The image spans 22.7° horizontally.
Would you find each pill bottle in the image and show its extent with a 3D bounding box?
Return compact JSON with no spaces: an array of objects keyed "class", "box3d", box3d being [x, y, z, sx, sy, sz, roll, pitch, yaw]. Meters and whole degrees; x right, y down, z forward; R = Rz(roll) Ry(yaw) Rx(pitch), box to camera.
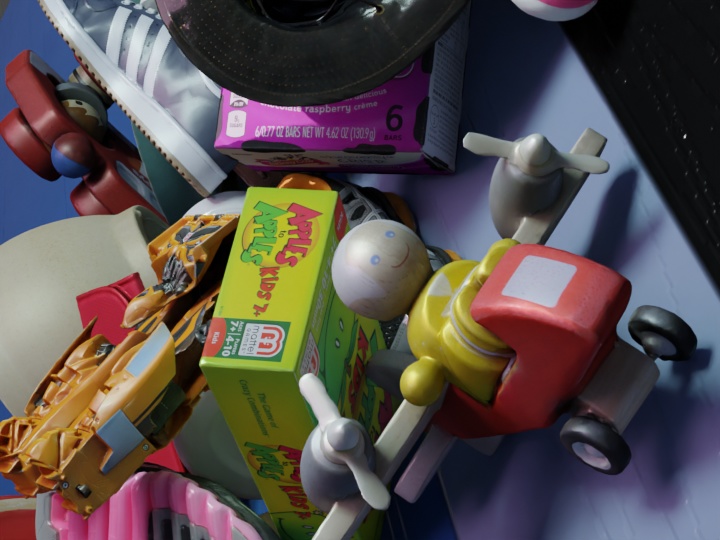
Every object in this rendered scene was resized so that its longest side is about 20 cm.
[{"class":"pill bottle","box3d":[-0.068,0.037,1.102,0.112,0.112,0.200,-58,25,24]}]

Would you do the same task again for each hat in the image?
[{"class":"hat","box3d":[-0.018,-0.184,0.994,0.081,0.200,0.202,14,-81,-80]}]

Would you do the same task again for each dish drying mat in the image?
[{"class":"dish drying mat","box3d":[-0.133,0.105,1.150,0.077,0.018,0.201,-19,90,50]}]

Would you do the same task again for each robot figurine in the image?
[{"class":"robot figurine","box3d":[-0.112,0.041,0.971,0.200,0.058,0.145,-51,24,-20]}]

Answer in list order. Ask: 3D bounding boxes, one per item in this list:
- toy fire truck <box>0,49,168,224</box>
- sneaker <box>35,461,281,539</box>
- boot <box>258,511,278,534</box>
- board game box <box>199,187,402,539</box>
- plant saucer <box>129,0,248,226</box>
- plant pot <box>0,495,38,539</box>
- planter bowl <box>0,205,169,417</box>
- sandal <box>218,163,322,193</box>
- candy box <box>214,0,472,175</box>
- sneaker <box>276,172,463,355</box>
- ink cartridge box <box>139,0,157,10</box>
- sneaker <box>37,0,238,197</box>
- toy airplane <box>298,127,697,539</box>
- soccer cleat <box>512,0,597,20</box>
[{"class":"toy fire truck","box3d":[-0.196,-0.087,1.408,0.112,0.200,0.168,-43,23,5]},{"class":"sneaker","box3d":[-0.094,0.141,0.993,0.199,0.095,0.080,13,98,46]},{"class":"boot","box3d":[-0.046,0.200,0.974,0.176,0.066,0.200,-56,24,25]},{"class":"board game box","box3d":[-0.023,0.060,0.901,0.200,0.047,0.102,72,-155,-53]},{"class":"plant saucer","box3d":[-0.120,-0.107,1.318,0.036,0.200,0.201,-14,44,11]},{"class":"plant pot","box3d":[-0.203,0.245,1.067,0.201,0.199,0.183,-115,36,-60]},{"class":"planter bowl","box3d":[-0.172,0.039,1.269,0.135,0.200,0.200,-38,29,8]},{"class":"sandal","box3d":[-0.070,-0.050,1.254,0.080,0.057,0.202,-34,39,53]},{"class":"candy box","box3d":[-0.005,-0.161,1.067,0.136,0.061,0.201,2,80,23]},{"class":"sneaker","box3d":[0.000,0.000,1.029,0.079,0.077,0.200,-62,25,11]},{"class":"ink cartridge box","box3d":[-0.079,-0.232,1.318,0.067,0.117,0.201,-24,36,33]},{"class":"sneaker","box3d":[-0.123,-0.151,1.185,0.108,0.070,0.200,-42,68,2]},{"class":"toy airplane","box3d":[0.042,0.031,0.818,0.199,0.141,0.200,-46,12,23]},{"class":"soccer cleat","box3d":[0.099,-0.189,0.999,0.087,0.069,0.201,114,165,-45]}]
